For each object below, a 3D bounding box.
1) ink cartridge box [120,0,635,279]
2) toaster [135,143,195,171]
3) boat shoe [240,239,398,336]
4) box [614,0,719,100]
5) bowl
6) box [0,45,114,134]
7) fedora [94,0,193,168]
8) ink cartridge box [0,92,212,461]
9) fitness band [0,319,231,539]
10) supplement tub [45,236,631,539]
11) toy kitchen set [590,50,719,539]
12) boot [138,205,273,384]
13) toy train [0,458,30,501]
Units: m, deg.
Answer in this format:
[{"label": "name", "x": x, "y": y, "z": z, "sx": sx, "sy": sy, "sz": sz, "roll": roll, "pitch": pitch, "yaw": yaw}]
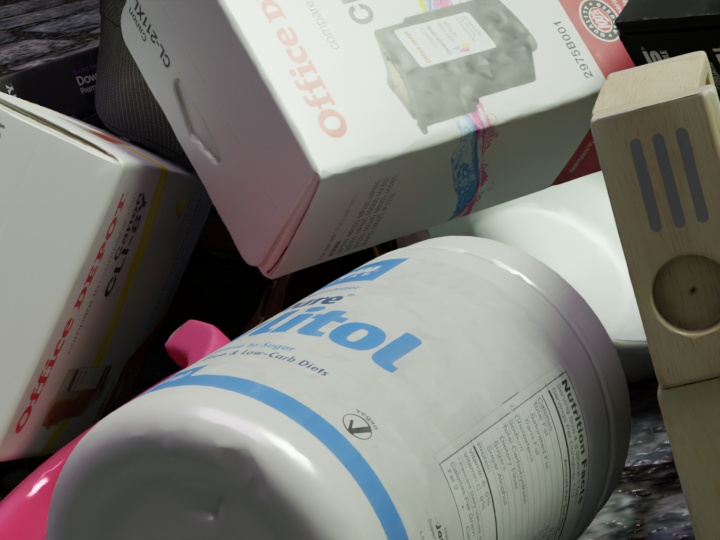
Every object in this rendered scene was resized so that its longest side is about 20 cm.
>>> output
[{"label": "ink cartridge box", "x": 0.018, "y": -0.099, "z": 1.113, "sx": 0.199, "sy": 0.146, "sz": 0.083, "roll": -19, "pitch": -22, "yaw": -30}, {"label": "toaster", "x": -0.107, "y": -0.015, "z": 1.416, "sx": 0.180, "sy": 0.119, "sz": 0.200, "roll": -10, "pitch": 13, "yaw": 12}, {"label": "boat shoe", "x": -0.001, "y": 0.000, "z": 1.212, "sx": 0.072, "sy": 0.068, "sz": 0.200, "roll": 26, "pitch": 46, "yaw": 7}, {"label": "box", "x": 0.229, "y": -0.061, "z": 1.074, "sx": 0.163, "sy": 0.200, "sz": 0.086, "roll": 2, "pitch": 46, "yaw": 45}, {"label": "bowl", "x": 0.096, "y": -0.016, "z": 1.197, "sx": 0.200, "sy": 0.091, "sz": 0.202, "roll": 10, "pitch": 48, "yaw": -11}, {"label": "box", "x": -0.143, "y": -0.090, "z": 1.341, "sx": 0.199, "sy": 0.036, "sz": 0.143, "roll": -24, "pitch": 1, "yaw": -38}, {"label": "fedora", "x": -0.060, "y": -0.099, "z": 1.239, "sx": 0.199, "sy": 0.091, "sz": 0.177, "roll": 6, "pitch": 18, "yaw": -23}, {"label": "ink cartridge box", "x": -0.146, "y": 0.005, "z": 1.164, "sx": 0.083, "sy": 0.146, "sz": 0.200, "roll": 24, "pitch": 2, "yaw": 9}, {"label": "fitness band", "x": -0.099, "y": 0.082, "z": 1.006, "sx": 0.144, "sy": 0.037, "sz": 0.200, "roll": -44, "pitch": 8, "yaw": -6}, {"label": "supplement tub", "x": -0.003, "y": 0.075, "z": 0.886, "sx": 0.131, "sy": 0.133, "sz": 0.200, "roll": -4, "pitch": 15, "yaw": 32}, {"label": "toy kitchen set", "x": 0.193, "y": 0.013, "z": 0.855, "sx": 0.199, "sy": 0.181, "sz": 0.163, "roll": -13, "pitch": 13, "yaw": 13}, {"label": "boot", "x": -0.032, "y": 0.027, "z": 1.303, "sx": 0.199, "sy": 0.097, "sz": 0.075, "roll": 16, "pitch": 7, "yaw": -6}, {"label": "toy train", "x": -0.196, "y": 0.089, "z": 1.242, "sx": 0.046, "sy": 0.034, "sz": 0.200, "roll": -28, "pitch": 17, "yaw": -14}]
